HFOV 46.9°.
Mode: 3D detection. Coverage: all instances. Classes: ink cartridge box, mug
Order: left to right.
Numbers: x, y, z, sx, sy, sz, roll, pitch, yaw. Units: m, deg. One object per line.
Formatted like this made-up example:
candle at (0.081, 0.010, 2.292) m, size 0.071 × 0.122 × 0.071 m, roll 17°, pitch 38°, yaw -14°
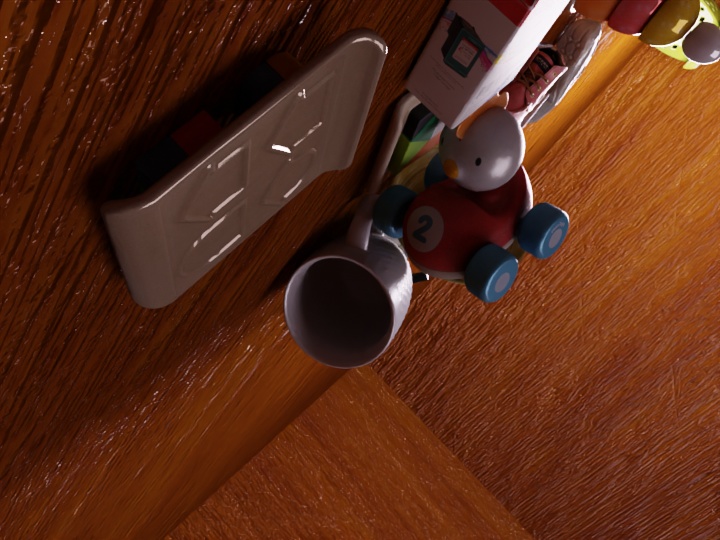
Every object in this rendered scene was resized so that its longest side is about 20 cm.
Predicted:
mug at (0.000, 0.000, 1.073) m, size 0.175 × 0.146 × 0.202 m, roll -48°, pitch 150°, yaw -65°
ink cartridge box at (0.129, -0.231, 0.736) m, size 0.116 × 0.067 × 0.200 m, roll -41°, pitch 172°, yaw -34°

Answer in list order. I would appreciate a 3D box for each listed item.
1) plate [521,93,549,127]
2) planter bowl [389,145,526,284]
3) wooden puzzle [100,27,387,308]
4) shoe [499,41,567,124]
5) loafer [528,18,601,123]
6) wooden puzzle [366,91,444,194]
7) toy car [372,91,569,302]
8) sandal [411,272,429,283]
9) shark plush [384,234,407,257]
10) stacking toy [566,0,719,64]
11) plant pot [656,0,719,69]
plate at (0.199, -0.195, 1.345) m, size 0.200 × 0.032 × 0.200 m, roll -48°, pitch -176°, yaw -30°
planter bowl at (0.121, -0.064, 1.103) m, size 0.200 × 0.201 × 0.084 m, roll -42°, pitch 175°, yaw -24°
wooden puzzle at (-0.082, -0.068, 0.555) m, size 0.199 × 0.046 × 0.185 m, roll -38°, pitch 170°, yaw -19°
shoe at (0.222, -0.257, 1.137) m, size 0.091 × 0.071 × 0.200 m, roll -52°, pitch 176°, yaw 34°
loafer at (0.323, -0.320, 1.345) m, size 0.069 × 0.070 × 0.200 m, roll -27°, pitch 162°, yaw -41°
wooden puzzle at (0.092, -0.180, 0.930) m, size 0.200 × 0.037 × 0.185 m, roll -43°, pitch 172°, yaw -19°
toy car at (0.120, -0.107, 0.921) m, size 0.176 × 0.184 × 0.201 m, roll -35°, pitch 141°, yaw -25°
sandal at (0.010, 0.032, 1.234) m, size 0.198 × 0.046 × 0.075 m, roll -5°, pitch -176°, yaw 31°
shark plush at (0.048, -0.094, 1.188) m, size 0.084 × 0.090 × 0.201 m, roll -77°, pitch -174°, yaw -55°
stacking toy at (0.369, -0.328, 1.035) m, size 0.146 × 0.200 × 0.146 m, roll -43°, pitch 173°, yaw -7°
plant pot at (1.039, -0.751, 2.590) m, size 0.200 × 0.181 × 0.199 m, roll -51°, pitch 170°, yaw 35°
